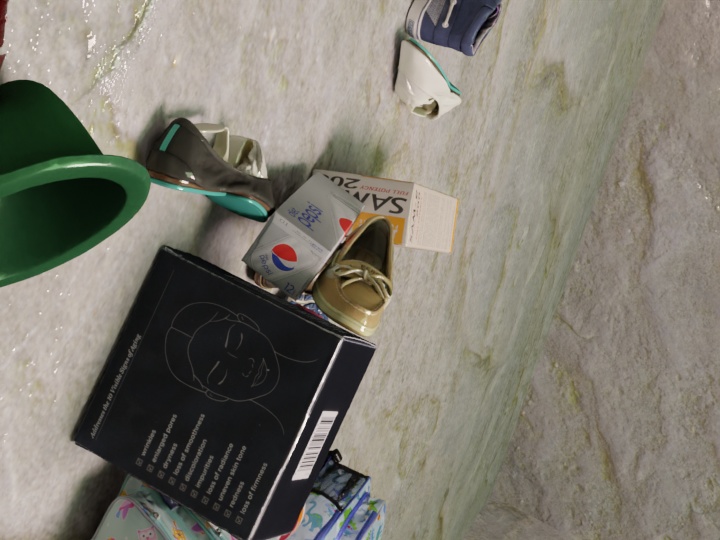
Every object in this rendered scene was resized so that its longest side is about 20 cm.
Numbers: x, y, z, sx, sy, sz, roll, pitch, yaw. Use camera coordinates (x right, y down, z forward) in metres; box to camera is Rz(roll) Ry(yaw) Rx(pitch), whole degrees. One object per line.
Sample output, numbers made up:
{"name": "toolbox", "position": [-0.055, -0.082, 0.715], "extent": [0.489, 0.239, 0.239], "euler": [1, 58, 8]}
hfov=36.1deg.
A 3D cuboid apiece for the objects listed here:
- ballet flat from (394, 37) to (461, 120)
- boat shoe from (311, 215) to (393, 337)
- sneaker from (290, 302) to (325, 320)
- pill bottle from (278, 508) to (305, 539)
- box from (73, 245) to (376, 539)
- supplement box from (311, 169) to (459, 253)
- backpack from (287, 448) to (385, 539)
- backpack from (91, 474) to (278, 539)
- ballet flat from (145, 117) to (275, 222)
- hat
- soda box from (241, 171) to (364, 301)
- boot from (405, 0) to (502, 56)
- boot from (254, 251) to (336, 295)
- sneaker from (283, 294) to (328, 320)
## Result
{"name": "ballet flat", "position": [0.078, -0.225, 1.364], "extent": [0.070, 0.069, 0.200], "euler": [-65, 163, 2]}
{"name": "boat shoe", "position": [0.002, 0.001, 1.088], "extent": [0.063, 0.073, 0.201], "euler": [-59, -177, 20]}
{"name": "sneaker", "position": [-0.107, 0.113, 1.116], "extent": [0.200, 0.081, 0.075], "euler": [-43, -155, 19]}
{"name": "pill bottle", "position": [-0.154, 0.296, 1.306], "extent": [0.200, 0.112, 0.114], "euler": [-14, 127, -66]}
{"name": "box", "position": [-0.122, 0.113, 1.019], "extent": [0.201, 0.196, 0.124], "euler": [-64, 163, 0]}
{"name": "supplement box", "position": [0.030, -0.068, 1.304], "extent": [0.200, 0.125, 0.074], "euler": [4, 95, -71]}
{"name": "backpack", "position": [-0.055, 0.413, 1.681], "extent": [0.200, 0.146, 0.184], "euler": [-39, 147, -47]}
{"name": "backpack", "position": [-0.173, 0.302, 1.086], "extent": [0.176, 0.200, 0.153], "euler": [-58, 164, 18]}
{"name": "ballet flat", "position": [-0.119, -0.090, 0.978], "extent": [0.200, 0.068, 0.069], "euler": [20, 87, -72]}
{"name": "hat", "position": [-0.237, -0.104, 0.707], "extent": [0.199, 0.177, 0.166], "euler": [-28, 168, 10]}
{"name": "soda box", "position": [-0.053, -0.040, 1.118], "extent": [0.064, 0.068, 0.200], "euler": [-53, -179, 18]}
{"name": "boot", "position": [0.140, -0.344, 1.319], "extent": [0.201, 0.090, 0.073], "euler": [-60, 161, -14]}
{"name": "boot", "position": [-0.041, 0.000, 1.256], "extent": [0.200, 0.096, 0.075], "euler": [-17, 130, -66]}
{"name": "sneaker", "position": [-0.096, 0.111, 1.306], "extent": [0.077, 0.085, 0.202], "euler": [23, 70, -48]}
